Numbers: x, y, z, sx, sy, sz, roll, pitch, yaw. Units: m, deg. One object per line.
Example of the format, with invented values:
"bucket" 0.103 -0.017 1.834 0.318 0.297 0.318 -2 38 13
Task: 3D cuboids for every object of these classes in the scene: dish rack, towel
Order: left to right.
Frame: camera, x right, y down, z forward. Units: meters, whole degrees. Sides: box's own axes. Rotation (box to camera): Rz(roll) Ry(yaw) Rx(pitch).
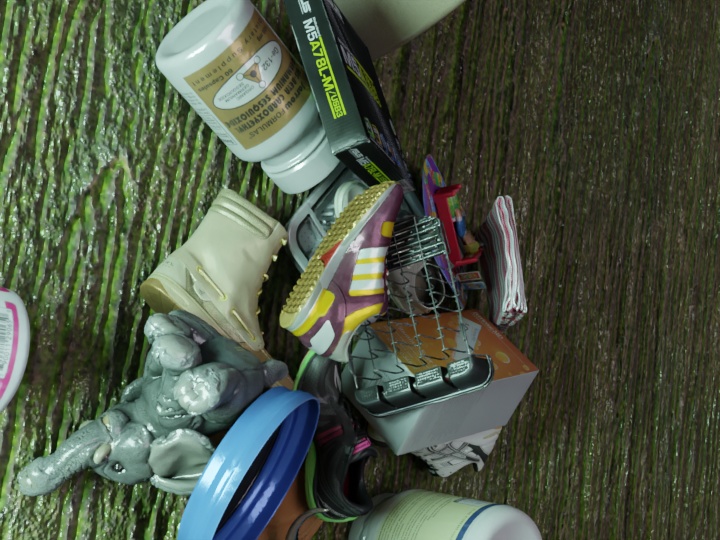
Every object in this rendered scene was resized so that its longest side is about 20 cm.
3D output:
"dish rack" -0.007 -0.042 1.188 0.200 0.044 0.172 -52 122 -31
"dish rack" 0.048 0.045 1.090 0.055 0.153 0.200 28 47 -62
"towel" 0.171 -0.001 1.276 0.030 0.200 0.147 -5 79 -3

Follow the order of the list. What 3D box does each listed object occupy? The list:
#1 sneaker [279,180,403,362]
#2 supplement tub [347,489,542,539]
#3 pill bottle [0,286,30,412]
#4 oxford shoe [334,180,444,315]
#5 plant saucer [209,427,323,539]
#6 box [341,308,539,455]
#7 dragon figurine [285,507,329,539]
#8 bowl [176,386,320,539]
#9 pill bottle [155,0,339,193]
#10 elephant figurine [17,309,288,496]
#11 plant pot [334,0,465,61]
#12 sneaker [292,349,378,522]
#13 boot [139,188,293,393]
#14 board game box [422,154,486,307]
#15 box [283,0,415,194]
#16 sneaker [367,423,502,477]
"sneaker" 0.000 0.000 1.059 0.090 0.075 0.200 39 76 -19
"supplement tub" 0.096 0.334 1.171 0.145 0.200 0.145 1 88 -44
"pill bottle" -0.373 0.051 0.780 0.200 0.113 0.114 17 77 -43
"oxford shoe" 0.039 -0.026 1.165 0.075 0.058 0.200 -53 122 -30
"plant saucer" -0.095 0.219 1.105 0.200 0.032 0.201 1 89 -45
"box" 0.094 0.128 1.207 0.200 0.124 0.098 -5 131 -45
"dragon figurine" -0.077 0.340 1.076 0.099 0.059 0.200 32 85 -42
"bowl" -0.107 0.201 0.970 0.201 0.039 0.201 -56 165 -24
"pill bottle" -0.107 -0.178 1.044 0.200 0.114 0.114 49 58 -32
"elephant figurine" -0.192 0.146 0.951 0.155 0.142 0.200 34 101 -1
"plant pot" 0.051 -0.387 1.159 0.200 0.177 0.200 49 58 -33
"sneaker" -0.021 0.175 1.093 0.077 0.084 0.200 -24 108 -56
"boot" -0.115 0.028 1.058 0.200 0.073 0.156 46 58 -21
"board game box" 0.124 -0.053 1.255 0.200 0.039 0.158 55 29 -54
"box" -0.010 -0.189 1.083 0.200 0.047 0.193 33 40 -70
"sneaker" 0.092 0.222 1.260 0.200 0.076 0.088 6 108 -33
